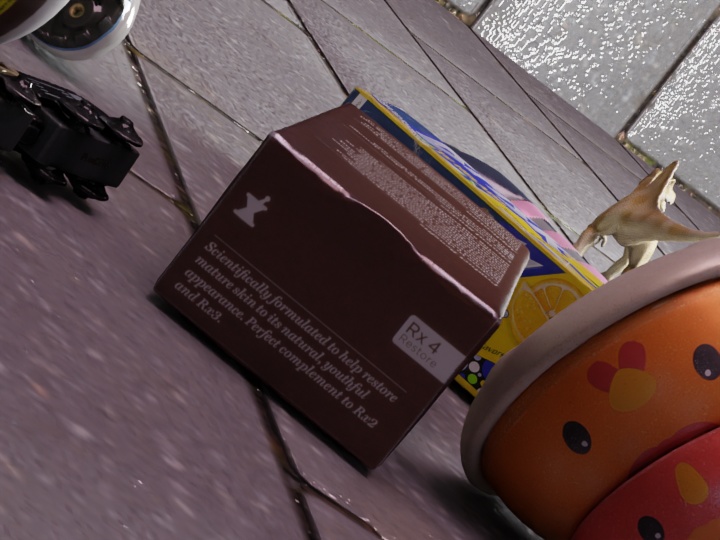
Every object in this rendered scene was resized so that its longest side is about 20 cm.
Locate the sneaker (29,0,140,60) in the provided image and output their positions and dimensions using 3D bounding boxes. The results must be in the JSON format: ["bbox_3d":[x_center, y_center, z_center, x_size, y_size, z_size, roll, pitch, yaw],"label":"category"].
[{"bbox_3d":[-0.134,-0.147,1.166,0.073,0.072,0.200,66,-3,-40],"label":"sneaker"}]

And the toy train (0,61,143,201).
[{"bbox_3d":[-0.134,-0.060,0.844,0.046,0.034,0.200,39,8,25],"label":"toy train"}]

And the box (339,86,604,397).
[{"bbox_3d":[0.057,0.012,1.118,0.200,0.070,0.064,42,8,15],"label":"box"}]

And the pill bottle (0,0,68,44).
[{"bbox_3d":[-0.177,-0.146,0.817,0.200,0.109,0.109,18,21,-45],"label":"pill bottle"}]

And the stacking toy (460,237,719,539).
[{"bbox_3d":[0.137,0.102,0.909,0.146,0.146,0.200,23,34,-59],"label":"stacking toy"}]

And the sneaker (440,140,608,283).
[{"bbox_3d":[0.068,0.006,1.189,0.200,0.070,0.082,38,7,2],"label":"sneaker"}]

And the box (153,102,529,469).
[{"bbox_3d":[0.000,0.000,0.958,0.100,0.075,0.200,39,8,2],"label":"box"}]

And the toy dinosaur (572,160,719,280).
[{"bbox_3d":[0.163,-0.025,1.593,0.058,0.101,0.200,38,9,-6],"label":"toy dinosaur"}]
